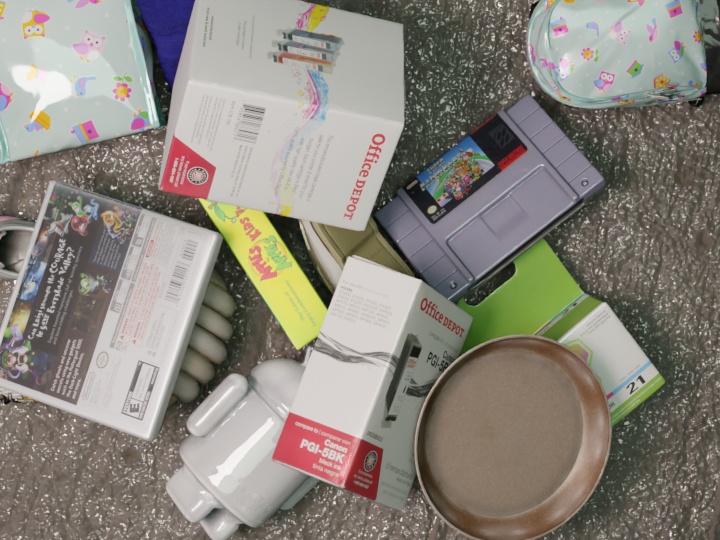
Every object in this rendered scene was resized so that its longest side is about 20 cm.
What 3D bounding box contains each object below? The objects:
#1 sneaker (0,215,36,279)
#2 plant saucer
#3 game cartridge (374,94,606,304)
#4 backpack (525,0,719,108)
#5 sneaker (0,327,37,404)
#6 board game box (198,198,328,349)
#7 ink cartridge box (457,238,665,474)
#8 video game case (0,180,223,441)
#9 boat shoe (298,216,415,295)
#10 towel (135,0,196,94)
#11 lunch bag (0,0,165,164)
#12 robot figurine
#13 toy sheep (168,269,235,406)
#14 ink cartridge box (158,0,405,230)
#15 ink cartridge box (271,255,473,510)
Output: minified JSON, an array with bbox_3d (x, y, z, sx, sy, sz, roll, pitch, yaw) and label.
[{"bbox_3d":[-0.372,-0.027,1.712,0.198,0.082,0.071,2,90,-2],"label":"sneaker"},{"bbox_3d":[0.140,0.156,1.657,0.198,0.032,0.202,-3,101,-18],"label":"plant saucer"},{"bbox_3d":[0.125,-0.070,1.731,0.200,0.038,0.130,-38,70,-2],"label":"game cartridge"},{"bbox_3d":[0.258,-0.233,1.715,0.198,0.127,0.168,-10,93,1],"label":"backpack"},{"bbox_3d":[-0.352,0.102,1.714,0.199,0.078,0.083,-29,92,-2],"label":"sneaker"},{"bbox_3d":[-0.097,-0.021,1.712,0.047,0.102,0.201,-33,91,-1],"label":"board game box"},{"bbox_3d":[0.175,0.072,1.718,0.148,0.076,0.200,-39,101,-2],"label":"ink cartridge box"},{"bbox_3d":[-0.240,0.035,1.638,0.180,0.023,0.202,17,87,17],"label":"video game case"},{"bbox_3d":[0.000,0.000,1.731,0.074,0.068,0.201,-33,112,-19],"label":"boat shoe"},{"bbox_3d":[-0.125,-0.226,1.676,0.146,0.201,0.050,-6,48,10],"label":"towel"},{"bbox_3d":[-0.289,-0.218,1.699,0.169,0.122,0.202,-14,95,-1],"label":"lunch bag"},{"bbox_3d":[-0.095,0.167,1.704,0.200,0.113,0.170,-46,132,-1],"label":"robot figurine"},{"bbox_3d":[-0.187,0.052,1.697,0.137,0.138,0.201,24,83,-2],"label":"toy sheep"},{"bbox_3d":[-0.069,-0.150,1.613,0.198,0.146,0.145,12,47,-11],"label":"ink cartridge box"},{"bbox_3d":[0.015,0.106,1.628,0.082,0.147,0.201,17,83,28],"label":"ink cartridge box"}]
